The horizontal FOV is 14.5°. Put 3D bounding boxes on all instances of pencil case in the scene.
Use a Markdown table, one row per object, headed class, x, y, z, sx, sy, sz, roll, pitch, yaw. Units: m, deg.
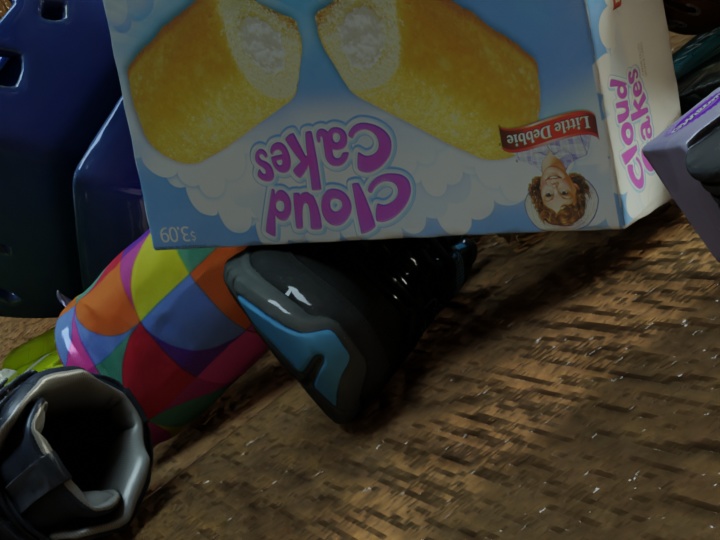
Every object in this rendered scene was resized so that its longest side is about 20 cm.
| class | x | y | z | sx | sy | sz | roll | pitch | yaw |
| --- | --- | --- | --- | --- | --- | --- | --- | --- | --- |
| pencil case | -0.051 | -0.007 | 1.245 | 0.200 | 0.088 | 0.088 | -40 | 5 | 28 |

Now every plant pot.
| class | x | y | z | sx | sy | sz | roll | pitch | yaw |
| --- | --- | --- | --- | --- | --- | --- | --- | --- | --- |
| plant pot | -0.146 | -0.086 | 1.407 | 0.200 | 0.179 | 0.200 | -60 | -15 | -29 |

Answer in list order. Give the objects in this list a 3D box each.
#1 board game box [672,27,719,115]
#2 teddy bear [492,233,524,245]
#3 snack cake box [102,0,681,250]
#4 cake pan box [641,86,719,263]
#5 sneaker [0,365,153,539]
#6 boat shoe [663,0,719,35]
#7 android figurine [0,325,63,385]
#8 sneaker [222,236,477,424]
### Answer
| class | x | y | z | sx | sy | sz | roll | pitch | yaw |
| --- | --- | --- | --- | --- | --- | --- | --- | --- | --- |
| board game box | 0.189 | -0.111 | 1.095 | 0.200 | 0.028 | 0.135 | -40 | 8 | -22 |
| teddy bear | 0.054 | -0.106 | 1.113 | 0.067 | 0.145 | 0.200 | -6 | -27 | -7 |
| snack cake box | 0.011 | -0.072 | 1.029 | 0.199 | 0.115 | 0.067 | -3 | 15 | 30 |
| cake pan box | 0.184 | -0.070 | 0.787 | 0.200 | 0.052 | 0.184 | -37 | 5 | -6 |
| sneaker | -0.173 | 0.112 | 1.168 | 0.202 | 0.077 | 0.146 | -38 | 5 | -25 |
| boat shoe | 0.131 | -0.118 | 1.066 | 0.068 | 0.072 | 0.200 | -40 | -2 | 11 |
| android figurine | -0.195 | 0.089 | 1.358 | 0.182 | 0.041 | 0.200 | -40 | 7 | -31 |
| sneaker | 0.000 | 0.000 | 1.089 | 0.082 | 0.073 | 0.200 | -35 | 8 | 7 |
